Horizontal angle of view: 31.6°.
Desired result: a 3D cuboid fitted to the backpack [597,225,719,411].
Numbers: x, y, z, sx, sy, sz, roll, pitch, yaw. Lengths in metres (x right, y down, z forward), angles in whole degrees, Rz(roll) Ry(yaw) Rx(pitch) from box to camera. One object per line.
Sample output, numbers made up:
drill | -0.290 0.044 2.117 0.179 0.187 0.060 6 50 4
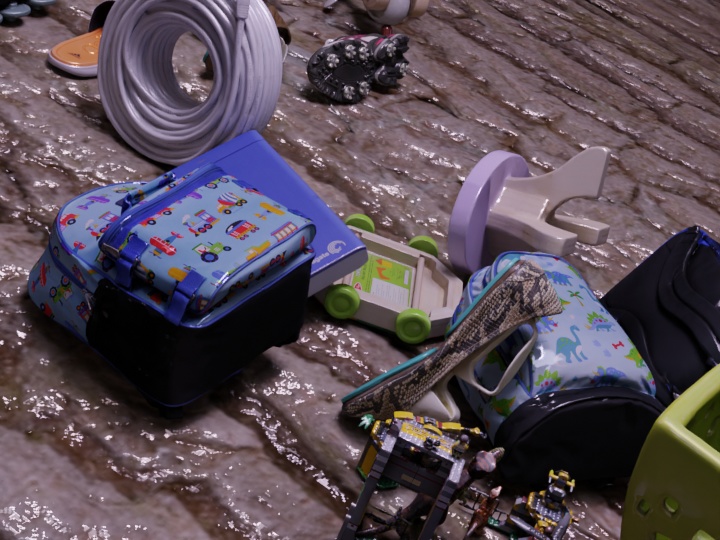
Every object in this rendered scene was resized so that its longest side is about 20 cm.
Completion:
backpack | 0.323 0.084 1.159 0.168 0.163 0.200 33 22 -23

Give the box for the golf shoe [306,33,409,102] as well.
golf shoe | -0.019 -0.260 1.615 0.088 0.078 0.200 14 20 31

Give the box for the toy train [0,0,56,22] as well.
toy train | -0.425 -0.333 1.445 0.113 0.086 0.200 17 29 17

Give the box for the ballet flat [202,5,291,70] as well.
ballet flat | -0.128 -0.273 1.566 0.072 0.068 0.200 41 25 -5

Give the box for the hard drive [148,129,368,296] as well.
hard drive | -0.102 -0.043 1.166 0.132 0.025 0.200 -29 51 -17

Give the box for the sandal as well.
sandal | -0.278 -0.274 1.456 0.079 0.059 0.207 27 30 9

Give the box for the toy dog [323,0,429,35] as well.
toy dog | 0.016 -0.383 1.831 0.131 0.097 0.200 10 16 -14

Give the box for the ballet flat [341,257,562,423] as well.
ballet flat | 0.077 0.075 1.014 0.075 0.200 0.068 52 9 8

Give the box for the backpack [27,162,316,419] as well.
backpack | -0.157 -0.007 1.010 0.200 0.135 0.182 31 39 24

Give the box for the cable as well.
cable | -0.172 -0.205 1.275 0.199 0.201 0.069 5 15 28

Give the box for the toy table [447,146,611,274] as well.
toy table | 0.175 -0.047 1.279 0.117 0.185 0.200 18 25 21

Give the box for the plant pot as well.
plant pot | 0.297 0.198 0.931 0.200 0.182 0.199 36 33 24

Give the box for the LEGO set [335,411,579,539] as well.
LEGO set | 0.081 0.156 0.922 0.199 0.116 0.154 28 30 11

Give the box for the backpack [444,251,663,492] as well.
backpack | 0.157 0.078 1.101 0.162 0.154 0.200 2 24 -23

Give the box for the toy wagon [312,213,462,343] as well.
toy wagon | 0.000 0.000 1.209 0.199 0.040 0.155 19 29 -4
